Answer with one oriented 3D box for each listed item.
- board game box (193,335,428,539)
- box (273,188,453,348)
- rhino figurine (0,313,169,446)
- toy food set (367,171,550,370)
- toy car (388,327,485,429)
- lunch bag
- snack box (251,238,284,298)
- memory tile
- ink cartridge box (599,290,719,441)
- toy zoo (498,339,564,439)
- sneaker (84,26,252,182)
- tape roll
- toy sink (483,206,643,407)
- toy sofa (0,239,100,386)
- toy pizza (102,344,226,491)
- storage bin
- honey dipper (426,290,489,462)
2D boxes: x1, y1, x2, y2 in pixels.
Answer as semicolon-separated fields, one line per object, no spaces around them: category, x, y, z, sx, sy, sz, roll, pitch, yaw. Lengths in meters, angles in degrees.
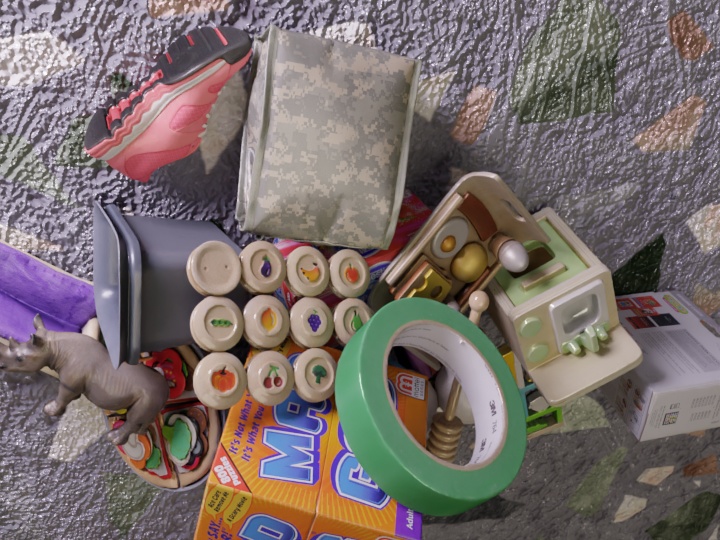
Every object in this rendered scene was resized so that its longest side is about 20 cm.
board game box;-0.053;0.223;0.759;0.195;0.202;0.203;16;127;-4
box;0.000;0.000;0.832;0.197;0.100;0.097;-23;131;-16
rhino figurine;-0.290;0.109;0.759;0.198;0.060;0.088;33;108;-25
toy food set;0.112;0.007;0.798;0.201;0.060;0.143;-50;134;4
toy car;0.077;0.123;0.933;0.195;0.175;0.154;-12;88;-9
lunch bag;-0.037;-0.124;0.741;0.160;0.117;0.205;6;97;-19
snack box;-0.061;-0.041;0.859;0.071;0.024;0.203;15;114;-26
memory tile;-0.068;0.050;0.696;0.196;0.017;0.157;2;77;-33
ink cartridge box;0.408;0.120;0.987;0.171;0.201;0.086;-6;122;-11
toy zoo;0.231;0.175;1.074;0.129;0.021;0.203;-20;122;-5
sneaker;-0.181;-0.166;0.736;0.198;0.074;0.087;-34;137;9
tape roll;0.071;0.126;0.697;0.197;0.204;0.048;19;138;-26
toy sink;0.230;0.037;0.881;0.128;0.202;0.113;-26;131;1
toy sofa;-0.373;0.036;0.775;0.198;0.083;0.098;33;107;-30
toy pizza;-0.238;0.160;0.840;0.032;0.199;0.203;-16;137;-60
storage bin;-0.197;0.016;0.750;0.131;0.199;0.149;-2;107;-26
honey dipper;0.112;0.118;0.809;0.037;0.038;0.204;6;108;-20
